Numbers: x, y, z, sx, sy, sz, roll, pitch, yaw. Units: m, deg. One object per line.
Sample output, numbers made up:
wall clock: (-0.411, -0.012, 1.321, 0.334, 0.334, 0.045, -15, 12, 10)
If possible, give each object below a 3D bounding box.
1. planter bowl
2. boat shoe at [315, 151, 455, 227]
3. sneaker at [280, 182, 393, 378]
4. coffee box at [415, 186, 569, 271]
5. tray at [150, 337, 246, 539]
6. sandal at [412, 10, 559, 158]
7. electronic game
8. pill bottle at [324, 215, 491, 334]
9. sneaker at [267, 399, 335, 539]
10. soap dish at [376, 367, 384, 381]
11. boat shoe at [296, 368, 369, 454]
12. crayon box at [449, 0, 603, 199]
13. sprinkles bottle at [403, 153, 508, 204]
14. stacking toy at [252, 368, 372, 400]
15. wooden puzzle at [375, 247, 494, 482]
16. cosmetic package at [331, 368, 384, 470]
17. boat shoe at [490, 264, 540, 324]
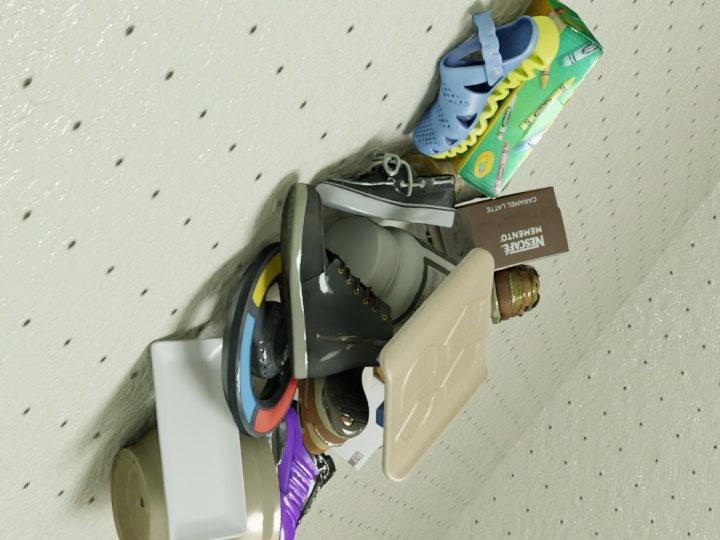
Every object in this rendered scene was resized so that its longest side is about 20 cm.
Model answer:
planter bowl: (-0.187, 0.243, 1.663, 0.133, 0.202, 0.201, -5, 142, -29)
boat shoe: (0.031, -0.088, 1.623, 0.198, 0.073, 0.069, 6, 95, -41)
sneaker: (-0.023, 0.006, 1.547, 0.105, 0.075, 0.203, -5, 112, -10)
coffee box: (0.151, -0.043, 1.834, 0.113, 0.081, 0.200, -14, -178, -14)
tray: (-0.166, 0.170, 1.556, 0.022, 0.203, 0.107, -10, 174, 40)
sandal: (0.113, -0.201, 1.624, 0.086, 0.080, 0.200, 20, 125, -33)
electronic game: (-0.093, 0.071, 1.596, 0.200, 0.041, 0.203, 8, 90, -73)
pill bottle: (0.044, 0.019, 1.681, 0.113, 0.113, 0.199, -51, 136, 10)
sneaker: (-0.072, 0.237, 1.695, 0.098, 0.069, 0.203, -5, 100, -27)
soap dish: (0.092, 0.081, 1.932, 0.158, 0.081, 0.200, -57, 176, 8)
boat shoe: (-0.038, 0.110, 1.639, 0.074, 0.075, 0.201, -43, -154, 29)
crayon box: (0.171, -0.192, 1.688, 0.201, 0.058, 0.119, -54, -159, 19)
sprinkles bottle: (0.109, -0.109, 1.800, 0.069, 0.068, 0.199, -55, 162, 24)
stacking toy: (-0.077, 0.128, 1.825, 0.146, 0.146, 0.200, -42, -178, -20)
wooden puzzle: (0.070, 0.094, 1.601, 0.185, 0.046, 0.201, -47, 149, -31)
cosmetic package: (0.004, 0.165, 2.004, 0.113, 0.081, 0.200, -49, -174, 8)
boat shoe: (0.187, 0.028, 1.879, 0.067, 0.073, 0.200, -9, -176, 8)
